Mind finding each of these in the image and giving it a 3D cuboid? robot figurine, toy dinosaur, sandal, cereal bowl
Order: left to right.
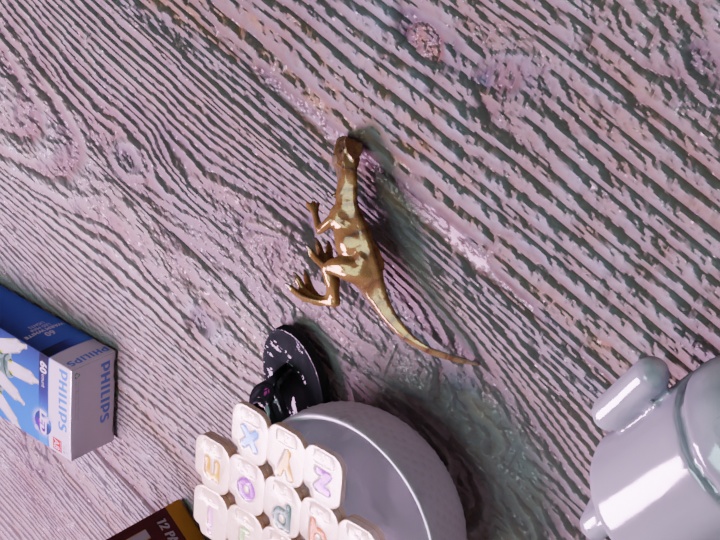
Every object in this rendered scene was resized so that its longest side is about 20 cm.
[{"bbox_3d":[-0.067,0.141,1.432,0.075,0.048,0.201,27,126,33],"label":"sandal"},{"bbox_3d":[0.000,0.000,1.297,0.106,0.060,0.201,-20,94,45],"label":"toy dinosaur"},{"bbox_3d":[0.010,0.193,1.356,0.199,0.083,0.201,21,121,38],"label":"cereal bowl"},{"bbox_3d":[0.226,0.126,1.093,0.169,0.113,0.200,39,135,-7],"label":"robot figurine"}]

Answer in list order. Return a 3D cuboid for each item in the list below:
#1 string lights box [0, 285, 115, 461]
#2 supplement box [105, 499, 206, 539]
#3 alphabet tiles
[{"bbox_3d":[-0.325,0.093,1.653,0.199,0.059,0.103,25,123,34],"label":"string lights box"},{"bbox_3d":[-0.244,0.346,1.587,0.133,0.197,0.200,55,135,11],"label":"supplement box"},{"bbox_3d":[-0.060,0.207,1.359,0.199,0.015,0.197,25,124,34],"label":"alphabet tiles"}]
